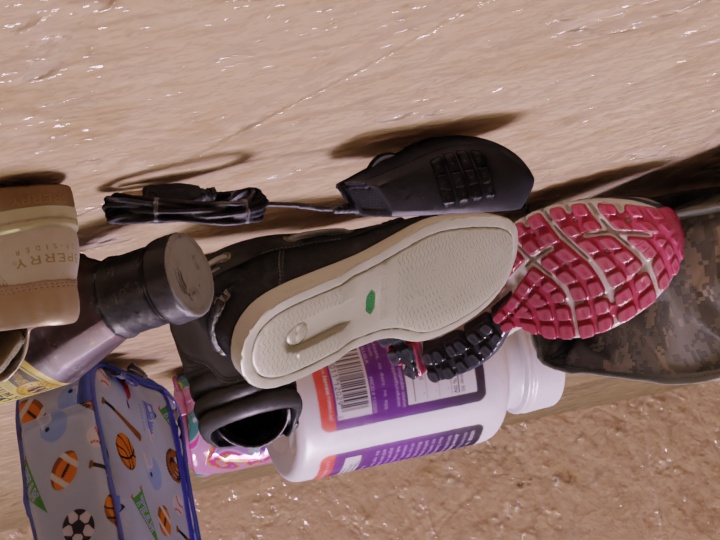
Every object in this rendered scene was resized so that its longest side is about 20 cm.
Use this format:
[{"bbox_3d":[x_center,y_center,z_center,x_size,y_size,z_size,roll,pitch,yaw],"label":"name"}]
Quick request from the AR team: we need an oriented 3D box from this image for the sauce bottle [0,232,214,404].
[{"bbox_3d":[-0.162,0.028,1.049,0.199,0.067,0.066,-18,171,29],"label":"sauce bottle"}]

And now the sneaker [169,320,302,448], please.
[{"bbox_3d":[-0.071,0.054,1.260,0.070,0.100,0.200,-15,173,0],"label":"sneaker"}]

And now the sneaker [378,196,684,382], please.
[{"bbox_3d":[0.097,-0.003,1.271,0.199,0.081,0.075,-18,-161,36],"label":"sneaker"}]

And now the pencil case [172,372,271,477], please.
[{"bbox_3d":[-0.043,0.097,1.678,0.198,0.088,0.087,-13,172,-3],"label":"pencil case"}]

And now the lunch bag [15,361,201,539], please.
[{"bbox_3d":[-0.161,0.160,1.506,0.075,0.201,0.160,-17,158,19],"label":"lunch bag"}]

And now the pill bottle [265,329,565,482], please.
[{"bbox_3d":[0.033,0.071,1.502,0.199,0.112,0.111,-10,172,-19],"label":"pill bottle"}]

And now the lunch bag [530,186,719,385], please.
[{"bbox_3d":[0.215,0.008,1.316,0.163,0.119,0.199,-10,177,-39],"label":"lunch bag"}]

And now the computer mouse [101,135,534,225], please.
[{"bbox_3d":[-0.016,-0.039,0.967,0.199,0.034,0.059,-4,-174,-24],"label":"computer mouse"}]

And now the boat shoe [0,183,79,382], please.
[{"bbox_3d":[-0.175,0.018,0.949,0.072,0.065,0.200,-7,170,-35],"label":"boat shoe"}]

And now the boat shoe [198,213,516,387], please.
[{"bbox_3d":[0.000,0.000,1.138,0.199,0.072,0.067,-16,-144,-38],"label":"boat shoe"}]
